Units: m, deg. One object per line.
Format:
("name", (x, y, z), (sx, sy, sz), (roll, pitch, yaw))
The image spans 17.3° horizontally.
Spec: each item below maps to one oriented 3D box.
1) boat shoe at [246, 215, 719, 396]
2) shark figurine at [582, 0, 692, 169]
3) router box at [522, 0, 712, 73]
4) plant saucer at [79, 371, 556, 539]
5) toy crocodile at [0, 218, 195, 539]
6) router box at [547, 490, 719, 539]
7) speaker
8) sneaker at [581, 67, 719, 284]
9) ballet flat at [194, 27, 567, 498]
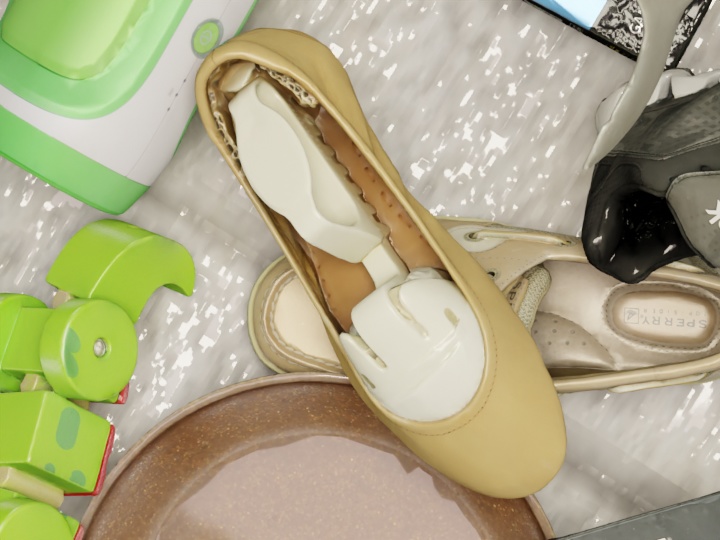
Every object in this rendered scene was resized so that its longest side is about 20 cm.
("boat shoe", (0.054, 0.016, 0.900), (0.198, 0.065, 0.073), (2, 91, 3))
("shark figurine", (0.088, -0.125, 0.827), (0.127, 0.215, 0.090), (-5, 134, -22))
("router box", (0.100, -0.196, 0.899), (0.148, 0.051, 0.201), (28, 94, 2))
("plant saucer", (-0.016, 0.138, 0.919), (0.199, 0.037, 0.202), (0, 94, 6))
("toy crocodile", (-0.122, 0.071, 0.894), (0.067, 0.062, 0.201), (1, 66, 45))
("router box", (0.170, 0.148, 0.865), (0.199, 0.062, 0.151), (-15, 79, -11))
("speaker", (-0.072, -0.125, 0.895), (0.088, 0.088, 0.201), (30, 93, 2))
("sneaker", (0.149, -0.042, 0.821), (0.066, 0.200, 0.091), (40, 54, -22))
("ballet flat", (0.000, 0.000, 0.853), (0.069, 0.063, 0.201), (-39, 77, 19))
